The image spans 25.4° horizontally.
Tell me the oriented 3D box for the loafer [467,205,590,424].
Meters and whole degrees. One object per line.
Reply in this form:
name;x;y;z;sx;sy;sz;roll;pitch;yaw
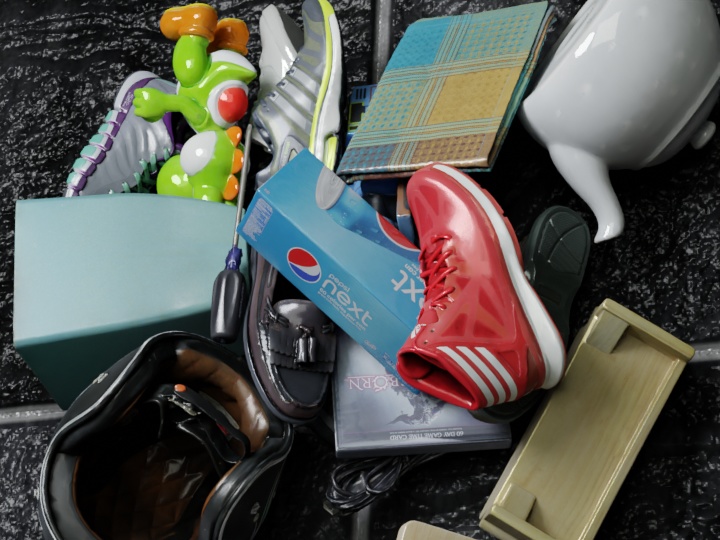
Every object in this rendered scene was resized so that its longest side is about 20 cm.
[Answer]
loafer;0.131;0.042;1.298;0.072;0.063;0.201;33;63;-13

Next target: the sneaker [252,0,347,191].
sneaker;-0.053;-0.150;1.395;0.080;0.074;0.202;1;66;3

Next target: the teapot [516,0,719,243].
teapot;0.235;-0.158;1.318;0.145;0.200;0.198;36;35;-4

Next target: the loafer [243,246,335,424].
loafer;-0.055;0.026;1.305;0.063;0.071;0.202;-51;35;46

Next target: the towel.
towel;0.073;-0.148;1.338;0.145;0.022;0.201;-3;45;30

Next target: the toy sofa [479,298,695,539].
toy sofa;0.174;0.131;1.242;0.082;0.098;0.201;29;76;5

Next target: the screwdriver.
screwdriver;-0.100;-0.032;1.339;0.028;0.029;0.202;-21;51;45

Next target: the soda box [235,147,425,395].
soda box;0.000;0.000;1.274;0.200;0.064;0.068;42;52;5

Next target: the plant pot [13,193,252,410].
plant pot;-0.185;0.018;1.399;0.197;0.142;0.143;-9;61;4

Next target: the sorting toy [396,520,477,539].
sorting toy;0.104;0.297;1.127;0.197;0.070;0.202;18;69;-6

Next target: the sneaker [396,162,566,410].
sneaker;0.064;0.013;1.206;0.115;0.079;0.201;-19;65;-31

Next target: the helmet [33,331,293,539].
helmet;-0.162;0.166;1.277;0.191;0.199;0.200;-52;55;21

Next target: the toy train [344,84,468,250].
toy train;0.041;-0.082;1.368;0.113;0.087;0.201;-7;44;10

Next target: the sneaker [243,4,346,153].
sneaker;-0.075;-0.156;1.485;0.088;0.075;0.202;-29;58;19

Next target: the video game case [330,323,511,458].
video game case;0.044;0.058;1.323;0.141;0.019;0.202;-3;57;-2

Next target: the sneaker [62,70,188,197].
sneaker;-0.211;-0.097;1.504;0.087;0.075;0.202;14;69;21

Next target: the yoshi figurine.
yoshi figurine;-0.152;-0.132;1.466;0.111;0.112;0.203;-1;75;-7

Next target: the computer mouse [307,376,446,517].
computer mouse;-0.017;0.106;1.334;0.138;0.053;0.200;-32;63;-18
